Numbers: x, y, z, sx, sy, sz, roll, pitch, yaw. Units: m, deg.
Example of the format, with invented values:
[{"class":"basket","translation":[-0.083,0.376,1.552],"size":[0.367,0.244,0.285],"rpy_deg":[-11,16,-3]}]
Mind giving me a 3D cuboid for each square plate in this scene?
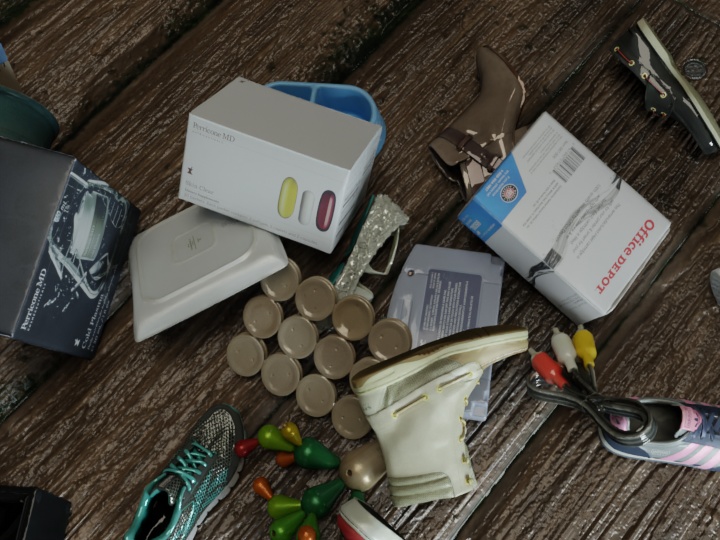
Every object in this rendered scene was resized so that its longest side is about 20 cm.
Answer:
[{"class":"square plate","translation":[-0.196,-0.026,0.991],"size":[0.196,0.029,0.201],"rpy_deg":[-27,40,1]}]

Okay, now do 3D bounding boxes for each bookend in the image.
[{"class":"bookend","translation":[-0.436,0.331,0.867],"size":[0.196,0.092,0.202],"rpy_deg":[3,66,8]}]

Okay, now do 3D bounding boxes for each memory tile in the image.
[{"class":"memory tile","translation":[-0.050,0.087,0.944],"size":[0.198,0.017,0.155],"rpy_deg":[28,103,13]}]

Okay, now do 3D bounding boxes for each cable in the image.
[{"class":"cable","translation":[0.234,0.125,0.876],"size":[0.096,0.051,0.200],"rpy_deg":[-28,21,3]}]

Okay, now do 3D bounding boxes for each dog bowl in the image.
[{"class":"dog bowl","translation":[-0.065,-0.200,1.102],"size":[0.196,0.050,0.113],"rpy_deg":[5,66,8]}]

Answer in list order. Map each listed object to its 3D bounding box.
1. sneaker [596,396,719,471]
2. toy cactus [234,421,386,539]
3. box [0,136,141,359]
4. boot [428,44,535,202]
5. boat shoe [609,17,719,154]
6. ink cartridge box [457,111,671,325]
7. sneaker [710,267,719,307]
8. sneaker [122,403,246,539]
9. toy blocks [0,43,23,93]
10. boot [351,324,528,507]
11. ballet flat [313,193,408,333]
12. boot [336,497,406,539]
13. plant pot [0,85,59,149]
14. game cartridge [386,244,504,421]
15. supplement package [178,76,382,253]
[{"class":"sneaker","translation":[0.359,0.172,0.873],"size":[0.196,0.082,0.071],"rpy_deg":[0,65,5]},{"class":"toy cactus","translation":[-0.033,0.231,0.886],"size":[0.164,0.103,0.200],"rpy_deg":[-31,57,-20]},{"class":"box","translation":[-0.368,-0.019,0.945],"size":[0.122,0.197,0.204],"rpy_deg":[14,80,10]},{"class":"boot","translation":[0.153,-0.188,1.068],"size":[0.144,0.070,0.202],"rpy_deg":[-27,65,-5]},{"class":"boat shoe","translation":[0.401,-0.231,1.070],"size":[0.063,0.073,0.203],"rpy_deg":[-38,74,26]},{"class":"ink cartridge box","translation":[0.237,-0.058,0.962],"size":[0.200,0.084,0.145],"rpy_deg":[42,75,3]},{"class":"sneaker","translation":[0.469,0.074,0.910],"size":[0.078,0.079,0.203],"rpy_deg":[-17,63,3]},{"class":"sneaker","translation":[-0.189,0.234,0.890],"size":[0.076,0.092,0.202],"rpy_deg":[21,69,13]},{"class":"toy blocks","translation":[-0.535,-0.269,1.117],"size":[0.198,0.138,0.100],"rpy_deg":[24,56,23]},{"class":"boot","translation":[0.104,0.152,0.877],"size":[0.197,0.072,0.157],"rpy_deg":[-19,90,-7]},{"class":"ballet flat","translation":[0.000,0.000,0.993],"size":[0.071,0.072,0.202],"rpy_deg":[25,77,16]},{"class":"boot","translation":[-0.006,0.311,0.781],"size":[0.144,0.201,0.072],"rpy_deg":[-41,46,-14]},{"class":"plant pot","translation":[-0.494,-0.105,1.030],"size":[0.196,0.201,0.200],"rpy_deg":[0,73,5]},{"class":"game cartridge","translation":[0.096,0.069,0.971],"size":[0.130,0.041,0.203],"rpy_deg":[9,66,6]},{"class":"supplement package","translation":[-0.094,-0.133,0.991],"size":[0.197,0.112,0.156],"rpy_deg":[19,31,6]}]
